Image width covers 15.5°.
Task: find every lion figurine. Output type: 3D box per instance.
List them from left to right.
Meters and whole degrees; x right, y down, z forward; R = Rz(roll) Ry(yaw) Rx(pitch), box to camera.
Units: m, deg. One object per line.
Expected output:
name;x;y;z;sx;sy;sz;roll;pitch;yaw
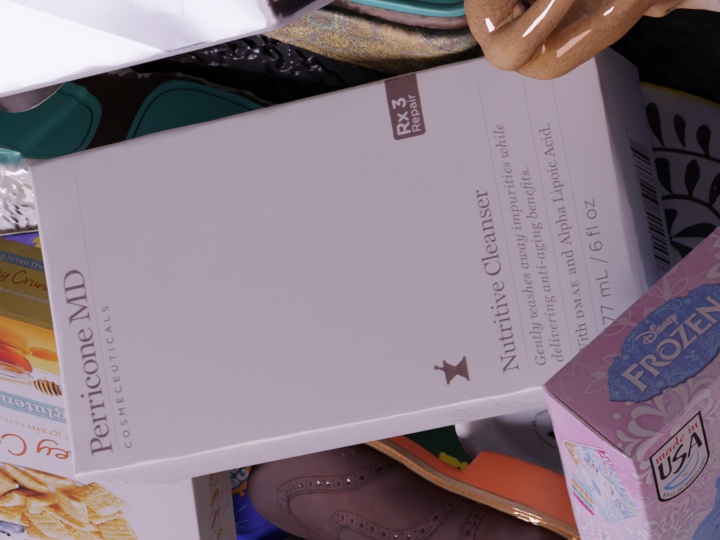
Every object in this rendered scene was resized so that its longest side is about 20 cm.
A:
lion figurine;0.066;-0.096;0.728;0.072;0.200;0.123;45;123;6

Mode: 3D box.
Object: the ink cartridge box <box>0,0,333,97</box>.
ink cartridge box;-0.085;-0.155;0.760;0.199;0.041;0.200;-12;111;38

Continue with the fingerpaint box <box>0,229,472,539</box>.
fingerpaint box;-0.072;0.055;1.108;0.199;0.074;0.167;-6;140;34

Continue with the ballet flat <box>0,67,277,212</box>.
ballet flat;-0.088;-0.041;0.987;0.199;0.072;0.072;19;149;15

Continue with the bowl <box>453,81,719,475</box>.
bowl;0.089;0.028;0.963;0.200;0.094;0.201;14;148;9

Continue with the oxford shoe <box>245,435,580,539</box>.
oxford shoe;0.014;0.101;0.970;0.071;0.073;0.200;40;160;-32

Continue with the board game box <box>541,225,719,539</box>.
board game box;0.154;0.040;0.854;0.043;0.200;0.199;38;160;34

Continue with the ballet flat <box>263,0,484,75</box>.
ballet flat;-0.046;-0.108;0.863;0.199;0.071;0.071;17;148;5

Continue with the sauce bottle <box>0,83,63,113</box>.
sauce bottle;-0.170;-0.130;0.892;0.065;0.065;0.200;-7;140;36

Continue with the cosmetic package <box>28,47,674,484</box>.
cosmetic package;0.000;0.000;0.876;0.199;0.113;0.081;-14;172;15

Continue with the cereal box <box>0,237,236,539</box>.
cereal box;-0.124;0.064;1.045;0.143;0.040;0.200;14;144;13
